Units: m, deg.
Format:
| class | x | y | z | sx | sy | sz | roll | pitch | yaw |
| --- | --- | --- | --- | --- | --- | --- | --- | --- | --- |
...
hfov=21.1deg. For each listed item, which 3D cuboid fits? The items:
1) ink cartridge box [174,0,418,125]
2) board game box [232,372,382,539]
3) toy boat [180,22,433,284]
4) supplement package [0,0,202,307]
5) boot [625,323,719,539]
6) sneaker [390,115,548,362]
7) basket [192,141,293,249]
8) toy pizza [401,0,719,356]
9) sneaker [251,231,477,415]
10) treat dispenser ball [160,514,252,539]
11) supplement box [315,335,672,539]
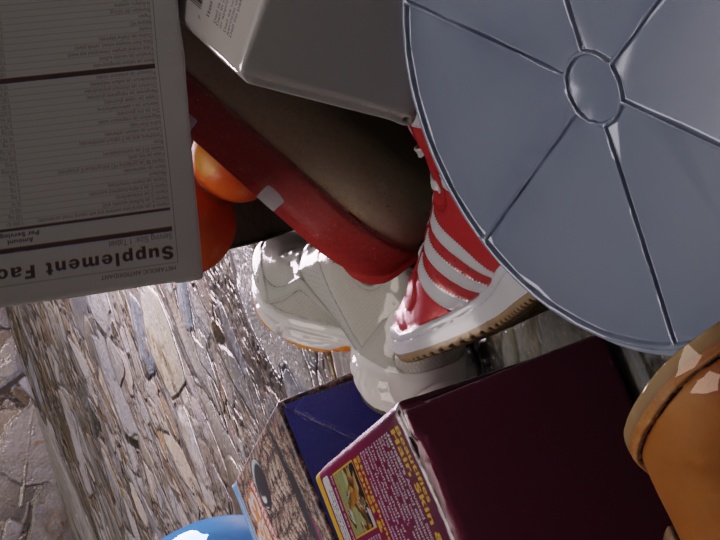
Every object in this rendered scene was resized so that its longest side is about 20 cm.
| class | x | y | z | sx | sy | sz | roll | pitch | yaw |
| --- | --- | --- | --- | --- | --- | --- | --- | --- | --- |
| ink cartridge box | -0.026 | -0.167 | 0.799 | 0.200 | 0.083 | 0.146 | 46 | 120 | 56 |
| board game box | 0.009 | 0.158 | 1.121 | 0.200 | 0.096 | 0.160 | 118 | 131 | -68 |
| toy boat | -0.063 | -0.053 | 0.931 | 0.200 | 0.131 | 0.131 | 41 | -164 | -2 |
| supplement package | -0.141 | -0.092 | 0.798 | 0.109 | 0.113 | 0.202 | -166 | 70 | -66 |
| boot | 0.156 | 0.112 | 0.622 | 0.155 | 0.073 | 0.201 | 60 | 172 | 37 |
| sneaker | 0.047 | -0.031 | 0.832 | 0.113 | 0.071 | 0.200 | 65 | 156 | 6 |
| basket | -0.089 | -0.130 | 1.059 | 0.180 | 0.135 | 0.202 | -68 | -29 | -72 |
| toy pizza | 0.090 | -0.067 | 0.669 | 0.200 | 0.032 | 0.202 | 30 | 132 | 39 |
| sneaker | 0.000 | 0.000 | 1.043 | 0.200 | 0.075 | 0.093 | 31 | 131 | 54 |
| treat dispenser ball | -0.089 | 0.277 | 1.391 | 0.201 | 0.200 | 0.202 | 161 | 90 | -74 |
| supplement box | 0.062 | 0.121 | 0.896 | 0.200 | 0.103 | 0.132 | 132 | 118 | -72 |
